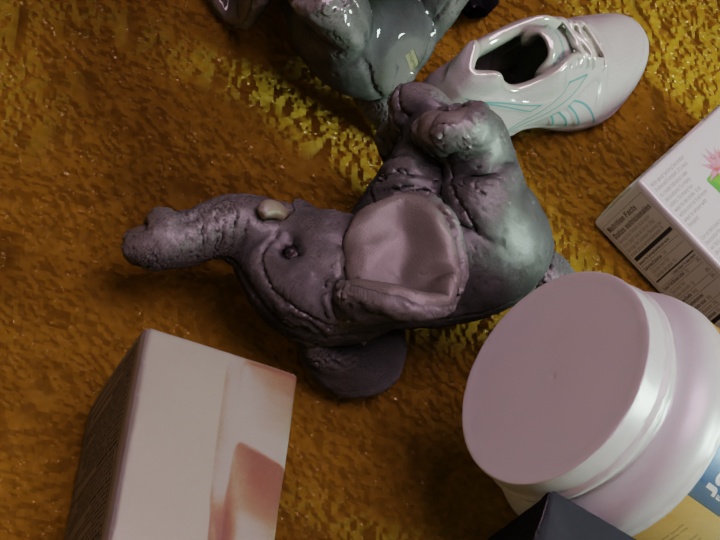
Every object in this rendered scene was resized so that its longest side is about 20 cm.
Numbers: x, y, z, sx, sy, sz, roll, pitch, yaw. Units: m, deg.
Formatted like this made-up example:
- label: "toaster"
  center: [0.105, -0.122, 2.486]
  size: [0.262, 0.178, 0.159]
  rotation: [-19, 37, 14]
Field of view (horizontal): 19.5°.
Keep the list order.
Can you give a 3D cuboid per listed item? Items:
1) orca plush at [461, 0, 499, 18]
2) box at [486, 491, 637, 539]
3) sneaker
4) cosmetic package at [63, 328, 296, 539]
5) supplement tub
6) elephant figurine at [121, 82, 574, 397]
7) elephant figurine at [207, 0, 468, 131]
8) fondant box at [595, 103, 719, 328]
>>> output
- label: "orca plush"
  center: [0.025, -0.252, 1.344]
  size: [0.105, 0.071, 0.200]
  rotation: [-21, 74, -36]
- label: "box"
  center: [0.139, 0.214, 1.085]
  size: [0.200, 0.141, 0.079]
  rotation: [30, 52, -9]
- label: "sneaker"
  center: [0.120, -0.126, 1.317]
  size: [0.200, 0.080, 0.070]
  rotation: [-24, 73, -38]
- label: "cosmetic package"
  center: [-0.097, 0.145, 1.025]
  size: [0.087, 0.103, 0.200]
  rotation: [19, 56, -16]
- label: "supplement tub"
  center: [0.164, 0.100, 1.127]
  size: [0.200, 0.145, 0.145]
  rotation: [35, 48, -36]
- label: "elephant figurine"
  center: [0.000, 0.000, 1.152]
  size: [0.155, 0.142, 0.200]
  rotation: [21, 49, 39]
- label: "elephant figurine"
  center: [-0.031, -0.205, 1.259]
  size: [0.200, 0.155, 0.141]
  rotation: [41, 9, 32]
- label: "fondant box"
  center: [0.268, -0.007, 1.339]
  size: [0.200, 0.058, 0.144]
  rotation: [48, 52, 3]
